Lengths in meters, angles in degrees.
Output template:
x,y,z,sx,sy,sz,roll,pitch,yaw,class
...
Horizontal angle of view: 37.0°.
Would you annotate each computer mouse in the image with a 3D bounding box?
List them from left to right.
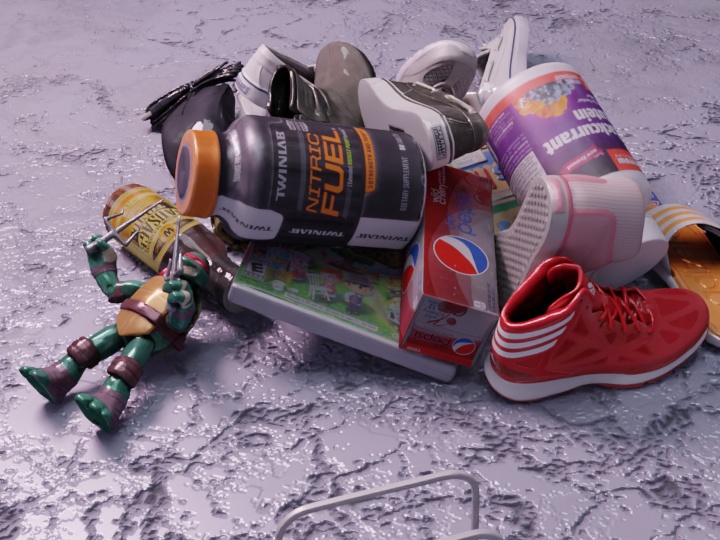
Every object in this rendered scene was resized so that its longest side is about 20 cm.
x,y,z,sx,sy,sz,roll,pitch,yaw,class
-0.191,-0.170,1.218,0.138,0.053,0.200,-29,39,11,computer mouse

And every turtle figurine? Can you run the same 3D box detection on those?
x,y,z,sx,sy,sz,roll,pitch,yaw,class
-0.182,0.032,0.899,0.149,0.101,0.200,7,53,44,turtle figurine

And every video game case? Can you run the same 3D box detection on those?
x,y,z,sx,sy,sz,roll,pitch,yaw,class
0.000,0.000,0.955,0.199,0.022,0.182,20,37,-3,video game case

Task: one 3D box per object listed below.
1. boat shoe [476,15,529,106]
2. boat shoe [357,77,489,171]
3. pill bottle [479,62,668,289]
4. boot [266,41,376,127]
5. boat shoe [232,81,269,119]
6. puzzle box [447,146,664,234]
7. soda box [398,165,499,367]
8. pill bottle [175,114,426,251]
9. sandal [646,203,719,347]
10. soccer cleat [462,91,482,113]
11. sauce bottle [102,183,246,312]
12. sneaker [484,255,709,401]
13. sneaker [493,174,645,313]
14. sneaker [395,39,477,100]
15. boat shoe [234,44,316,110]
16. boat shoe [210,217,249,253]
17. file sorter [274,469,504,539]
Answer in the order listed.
x,y,z,sx,sy,sz,roll,pitch,yaw,class
0.176,-0.266,1.354,0.066,0.074,0.200,4,35,5,boat shoe
0.054,-0.138,1.001,0.063,0.071,0.200,-16,26,-16,boat shoe
0.198,-0.084,0.998,0.111,0.112,0.201,-16,63,-20,pill bottle
-0.040,-0.171,1.073,0.067,0.131,0.201,-17,60,26,boot
-0.114,-0.176,1.251,0.068,0.072,0.200,-29,46,10,boat shoe
0.190,-0.080,1.076,0.199,0.025,0.133,-18,64,-22,puzzle box
0.075,-0.011,0.938,0.070,0.064,0.200,16,37,-8,soda box
-0.053,-0.074,0.912,0.199,0.107,0.106,3,31,-22,pill bottle
0.312,-0.013,0.978,0.079,0.059,0.207,-3,37,-13,sandal
0.100,-0.121,1.134,0.069,0.087,0.200,3,35,7,soccer cleat
-0.170,-0.022,1.020,0.066,0.066,0.200,-28,41,-33,sauce bottle
0.199,0.037,0.858,0.199,0.116,0.079,-18,54,-14,sneaker
0.175,-0.018,0.905,0.104,0.200,0.076,-5,66,-12,sneaker
0.060,-0.146,1.108,0.074,0.200,0.082,15,41,-27,sneaker
-0.044,-0.197,1.201,0.199,0.065,0.074,10,34,-45,boat shoe
-0.113,-0.060,1.068,0.074,0.076,0.200,-21,38,-20,boat shoe
0.038,0.229,0.588,0.138,0.125,0.200,-11,36,-12,file sorter
